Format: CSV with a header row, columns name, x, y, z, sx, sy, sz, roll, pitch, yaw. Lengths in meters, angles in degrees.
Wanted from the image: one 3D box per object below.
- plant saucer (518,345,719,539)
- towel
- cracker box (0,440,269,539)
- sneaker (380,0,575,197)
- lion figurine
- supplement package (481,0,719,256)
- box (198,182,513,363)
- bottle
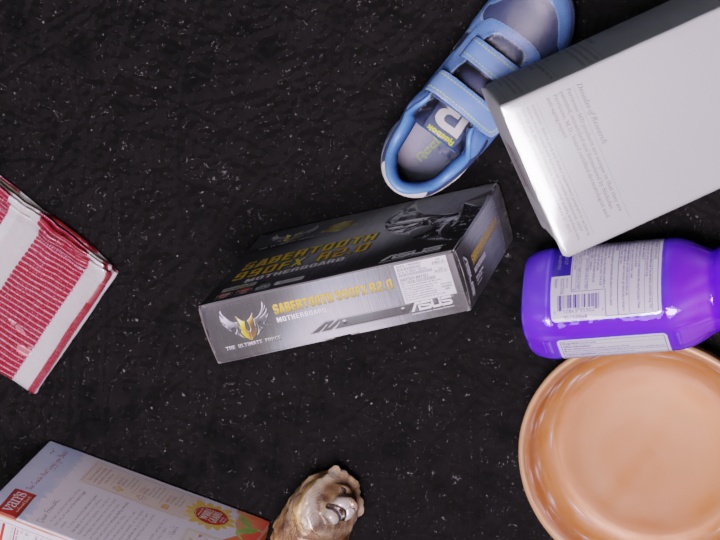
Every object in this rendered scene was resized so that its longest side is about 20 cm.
name,x,y,z,sx,sy,sz,roll,pitch,yaw
plant saucer,0.220,0.140,1.685,0.200,0.037,0.200,5,111,14
towel,-0.309,-0.008,1.794,0.200,0.023,0.144,37,115,1
cracker box,-0.188,0.216,1.775,0.200,0.134,0.058,20,113,9
sneaker,0.084,-0.127,1.608,0.074,0.082,0.200,37,112,3
lion figurine,-0.027,0.261,1.776,0.072,0.122,0.200,12,131,38
supplement package,0.201,-0.109,1.530,0.200,0.117,0.117,-24,101,2
box,0.000,0.000,1.634,0.200,0.158,0.048,-12,107,20
bottle,0.219,0.018,1.618,0.200,0.084,0.065,-5,141,17
